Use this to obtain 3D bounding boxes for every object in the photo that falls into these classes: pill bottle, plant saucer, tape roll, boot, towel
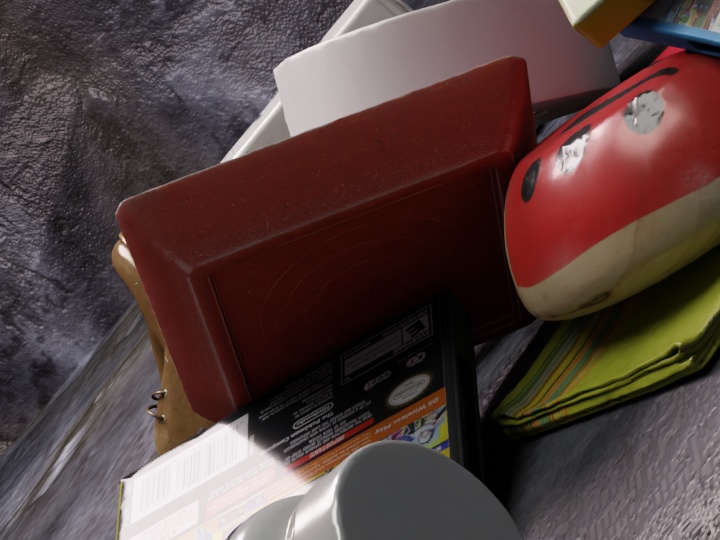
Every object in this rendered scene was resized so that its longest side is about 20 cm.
[{"bbox_3d":[-0.028,0.157,1.029,0.200,0.114,0.114,-45,9,36],"label":"pill bottle"},{"bbox_3d":[0.000,0.000,1.285,0.199,0.037,0.200,-21,-33,-4],"label":"plant saucer"},{"bbox_3d":[0.051,-0.113,1.612,0.202,0.071,0.202,-16,-1,0],"label":"tape roll"},{"bbox_3d":[-0.100,0.065,1.548,0.075,0.200,0.074,-36,-20,8],"label":"boot"},{"bbox_3d":[0.120,0.023,1.167,0.086,0.018,0.200,-55,9,-21],"label":"towel"}]

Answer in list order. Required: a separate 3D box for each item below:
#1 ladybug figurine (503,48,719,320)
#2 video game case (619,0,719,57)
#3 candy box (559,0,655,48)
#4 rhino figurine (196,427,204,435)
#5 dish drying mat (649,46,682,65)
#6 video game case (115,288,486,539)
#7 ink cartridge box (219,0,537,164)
[{"bbox_3d":[0.125,-0.043,1.179,0.136,0.072,0.200,-42,5,-31],"label":"ladybug figurine"},{"bbox_3d":[0.200,-0.144,1.093,0.200,0.018,0.143,20,78,52],"label":"video game case"},{"bbox_3d":[0.154,-0.192,1.143,0.200,0.026,0.102,-41,42,17],"label":"candy box"},{"bbox_3d":[-0.048,0.120,1.339,0.200,0.060,0.088,4,49,53],"label":"rhino figurine"},{"bbox_3d":[0.147,-0.067,1.431,0.077,0.018,0.200,-47,8,30],"label":"dish drying mat"},{"bbox_3d":[-0.031,0.113,1.236,0.200,0.026,0.181,-31,29,18],"label":"video game case"},{"bbox_3d":[0.001,-0.073,1.809,0.200,0.146,0.085,-50,7,5],"label":"ink cartridge box"}]
